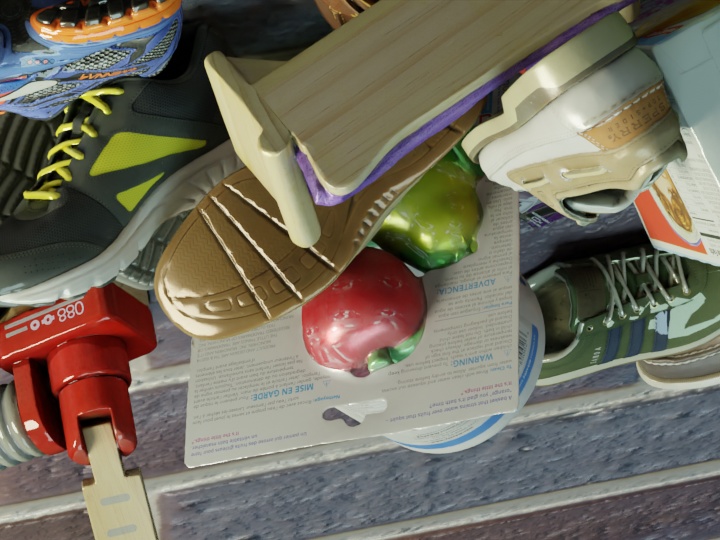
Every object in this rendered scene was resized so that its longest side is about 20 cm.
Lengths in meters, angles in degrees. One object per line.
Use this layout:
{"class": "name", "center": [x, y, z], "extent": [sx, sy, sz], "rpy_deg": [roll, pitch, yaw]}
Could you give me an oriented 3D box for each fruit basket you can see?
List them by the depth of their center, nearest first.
{"class": "fruit basket", "center": [0.000, 0.000, 1.371], "extent": [0.184, 0.201, 0.094], "rpy_deg": [-12, 152, 21]}

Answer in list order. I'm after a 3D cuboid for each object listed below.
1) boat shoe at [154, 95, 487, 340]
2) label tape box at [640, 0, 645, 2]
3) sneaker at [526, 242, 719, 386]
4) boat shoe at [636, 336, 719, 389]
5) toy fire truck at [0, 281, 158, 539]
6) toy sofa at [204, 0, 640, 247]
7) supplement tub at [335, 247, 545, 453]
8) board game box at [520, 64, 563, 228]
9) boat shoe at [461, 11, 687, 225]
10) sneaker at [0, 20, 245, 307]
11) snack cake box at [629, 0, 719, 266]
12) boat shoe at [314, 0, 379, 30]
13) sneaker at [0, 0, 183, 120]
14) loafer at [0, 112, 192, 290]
{"class": "boat shoe", "center": [-0.014, -0.039, 1.312], "extent": [0.200, 0.073, 0.063], "rpy_deg": [-38, 178, 10]}
{"class": "label tape box", "center": [0.209, -0.114, 1.339], "extent": [0.063, 0.145, 0.200], "rpy_deg": [-28, 165, -23]}
{"class": "sneaker", "center": [0.161, 0.021, 1.685], "extent": [0.199, 0.068, 0.090], "rpy_deg": [-23, 158, 26]}
{"class": "boat shoe", "center": [0.264, 0.014, 1.726], "extent": [0.199, 0.072, 0.060], "rpy_deg": [-23, 147, 10]}
{"class": "toy fire truck", "center": [-0.188, 0.096, 1.513], "extent": [0.175, 0.201, 0.129], "rpy_deg": [-21, 153, 16]}
{"class": "toy sofa", "center": [0.038, -0.094, 1.202], "extent": [0.200, 0.098, 0.083], "rpy_deg": [-35, 152, -10]}
{"class": "supplement tub", "center": [0.013, 0.020, 1.540], "extent": [0.131, 0.133, 0.200], "rpy_deg": [-23, 152, 19]}
{"class": "board game box", "center": [0.099, -0.083, 1.492], "extent": [0.120, 0.032, 0.200], "rpy_deg": [-28, 151, 24]}
{"class": "boat shoe", "center": [0.096, -0.054, 1.183], "extent": [0.075, 0.069, 0.200], "rpy_deg": [-34, 177, -5]}
{"class": "sneaker", "center": [-0.130, -0.054, 1.316], "extent": [0.074, 0.085, 0.200], "rpy_deg": [4, -146, 46]}
{"class": "snack cake box", "center": [0.164, -0.068, 1.246], "extent": [0.067, 0.115, 0.200], "rpy_deg": [-28, -172, -5]}
{"class": "boat shoe", "center": [0.008, -0.144, 1.276], "extent": [0.072, 0.068, 0.200], "rpy_deg": [-14, 155, 1]}
{"class": "sneaker", "center": [-0.173, -0.099, 1.263], "extent": [0.199, 0.076, 0.079], "rpy_deg": [-12, 145, 0]}
{"class": "loafer", "center": [-0.173, -0.049, 1.366], "extent": [0.069, 0.076, 0.200], "rpy_deg": [19, 167, 48]}
